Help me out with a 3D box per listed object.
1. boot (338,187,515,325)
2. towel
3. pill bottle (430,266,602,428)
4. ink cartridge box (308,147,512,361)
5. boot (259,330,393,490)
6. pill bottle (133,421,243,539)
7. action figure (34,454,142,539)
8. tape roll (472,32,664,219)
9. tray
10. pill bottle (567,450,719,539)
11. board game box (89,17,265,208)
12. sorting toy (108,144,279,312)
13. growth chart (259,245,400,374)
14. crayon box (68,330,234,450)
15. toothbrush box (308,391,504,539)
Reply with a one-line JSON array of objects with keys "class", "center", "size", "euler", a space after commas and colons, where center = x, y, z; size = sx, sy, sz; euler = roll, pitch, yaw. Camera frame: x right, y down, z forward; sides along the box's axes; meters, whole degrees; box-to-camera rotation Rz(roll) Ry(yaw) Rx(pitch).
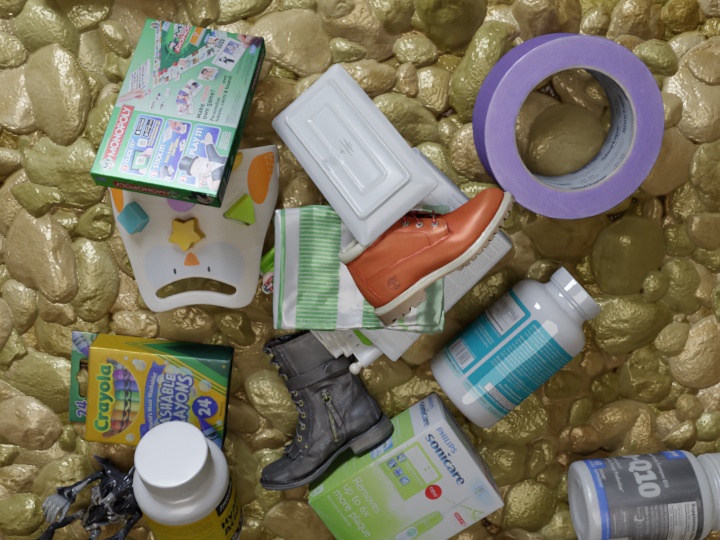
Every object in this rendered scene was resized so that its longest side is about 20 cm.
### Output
[{"class": "boot", "center": [0.071, -0.041, 0.965], "size": [0.200, 0.075, 0.107], "euler": [-39, 98, 5]}, {"class": "towel", "center": [0.000, 0.000, 1.012], "size": [0.200, 0.023, 0.153], "euler": [1, 103, -3]}, {"class": "pill bottle", "center": [0.188, 0.087, 1.052], "size": [0.200, 0.111, 0.111], "euler": [-42, 104, 10]}, {"class": "ink cartridge box", "center": [0.053, -0.018, 1.046], "size": [0.163, 0.057, 0.200], "euler": [43, 103, -12]}, {"class": "boot", "center": [-0.071, 0.161, 1.096], "size": [0.200, 0.069, 0.174], "euler": [-30, 100, 2]}, {"class": "pill bottle", "center": [-0.205, 0.262, 1.043], "size": [0.111, 0.111, 0.200], "euler": [-5, 142, -1]}, {"class": "action figure", "center": [-0.339, 0.317, 1.106], "size": [0.119, 0.102, 0.200], "euler": [45, 102, -2]}, {"class": "tape roll", "center": [0.231, -0.164, 0.995], "size": [0.200, 0.085, 0.200], "euler": [-1, 107, -2]}, {"class": "tray", "center": [-0.013, -0.132, 0.965], "size": [0.107, 0.022, 0.200], "euler": [-40, 66, 9]}, {"class": "pill bottle", "center": [0.374, 0.289, 1.118], "size": [0.200, 0.114, 0.114], "euler": [-6, 107, -1]}, {"class": "board game box", "center": [-0.188, -0.170, 0.933], "size": [0.134, 0.029, 0.200], "euler": [11, 67, 5]}, {"class": "sorting toy", "center": [-0.189, -0.044, 0.994], "size": [0.200, 0.107, 0.180], "euler": [-4, 101, -1]}, {"class": "growth chart", "center": [-0.022, 0.022, 1.055], "size": [0.200, 0.018, 0.145], "euler": [43, 82, -9]}, {"class": "crayon box", "center": [-0.262, 0.150, 1.084], "size": [0.200, 0.052, 0.126], "euler": [6, 106, -4]}, {"class": "toothbrush box", "center": [0.055, 0.274, 1.116], "size": [0.200, 0.086, 0.146], "euler": [-32, 105, 6]}]
